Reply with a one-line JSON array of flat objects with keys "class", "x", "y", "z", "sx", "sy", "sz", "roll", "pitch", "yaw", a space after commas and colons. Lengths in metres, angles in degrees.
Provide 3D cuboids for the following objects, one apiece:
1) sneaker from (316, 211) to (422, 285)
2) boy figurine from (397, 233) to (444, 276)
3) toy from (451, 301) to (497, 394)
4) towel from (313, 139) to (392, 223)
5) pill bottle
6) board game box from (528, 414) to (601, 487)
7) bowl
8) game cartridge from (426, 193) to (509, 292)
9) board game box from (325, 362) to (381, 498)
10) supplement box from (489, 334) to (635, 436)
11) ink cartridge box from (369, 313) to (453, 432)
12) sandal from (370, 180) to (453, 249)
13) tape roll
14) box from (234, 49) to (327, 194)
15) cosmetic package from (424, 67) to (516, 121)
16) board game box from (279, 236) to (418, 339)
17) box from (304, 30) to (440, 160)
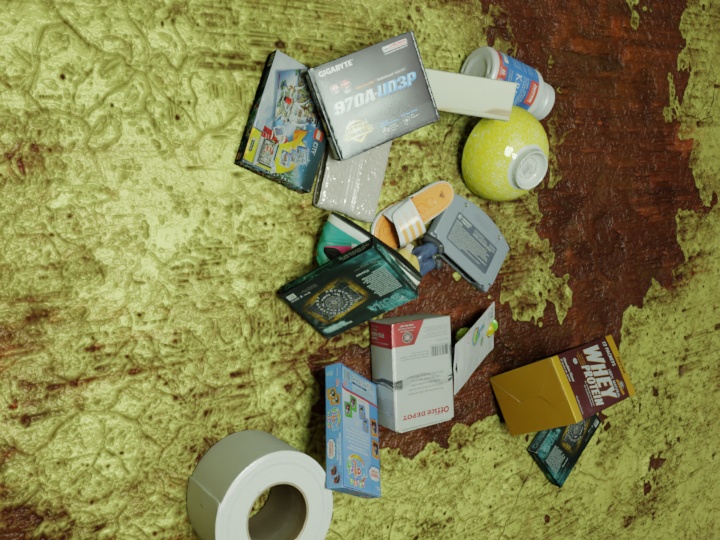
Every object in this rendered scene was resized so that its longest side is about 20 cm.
[{"class": "sneaker", "x": 0.000, "y": 0.000, "z": 1.096, "sx": 0.199, "sy": 0.084, "sz": 0.121, "roll": 35, "pitch": 101, "yaw": 12}, {"class": "boy figurine", "x": 0.074, "y": 0.011, "z": 1.185, "sx": 0.199, "sy": 0.064, "sz": 0.125, "roll": -32, "pitch": 141, "yaw": -28}, {"class": "toy", "x": 0.221, "y": 0.152, "z": 1.283, "sx": 0.199, "sy": 0.047, "sz": 0.117, "roll": -32, "pitch": 126, "yaw": -47}, {"class": "towel", "x": -0.009, "y": -0.198, "z": 1.149, "sx": 0.131, "sy": 0.034, "sz": 0.203, "roll": 15, "pitch": 84, "yaw": -32}, {"class": "pill bottle", "x": 0.311, "y": -0.382, "z": 1.308, "sx": 0.198, "sy": 0.112, "sz": 0.114, "roll": 10, "pitch": 86, "yaw": -33}, {"class": "board game box", "x": 0.489, "y": 0.393, "z": 1.490, "sx": 0.200, "sy": 0.028, "sz": 0.136, "roll": -48, "pitch": 115, "yaw": -22}, {"class": "bowl", "x": 0.316, "y": -0.222, "z": 1.274, "sx": 0.198, "sy": 0.108, "sz": 0.202, "roll": -14, "pitch": 124, "yaw": -21}, {"class": "game cartridge", "x": 0.227, "y": -0.063, "z": 1.309, "sx": 0.200, "sy": 0.041, "sz": 0.134, "roll": 39, "pitch": 67, "yaw": -28}, {"class": "board game box", "x": -0.012, "y": 0.279, "z": 1.080, "sx": 0.151, "sy": 0.036, "sz": 0.202, "roll": 43, "pitch": 38, "yaw": -54}, {"class": "supplement box", "x": 0.428, "y": 0.247, "z": 1.336, "sx": 0.198, "sy": 0.197, "sz": 0.134, "roll": -12, "pitch": 76, "yaw": -33}, {"class": "ink cartridge box", "x": 0.098, "y": 0.191, "z": 1.203, "sx": 0.145, "sy": 0.083, "sz": 0.203, "roll": -4, "pitch": 93, "yaw": -33}, {"class": "sandal", "x": 0.108, "y": -0.110, "z": 1.199, "sx": 0.206, "sy": 0.059, "sz": 0.080, "roll": -37, "pitch": 108, "yaw": -16}, {"class": "tape roll", "x": -0.162, "y": 0.373, "z": 1.004, "sx": 0.201, "sy": 0.139, "sz": 0.206, "roll": -2, "pitch": 93, "yaw": -34}, {"class": "box", "x": -0.121, "y": -0.251, "z": 1.070, "sx": 0.136, "sy": 0.038, "sz": 0.202, "roll": 22, "pitch": 80, "yaw": -32}, {"class": "cosmetic package", "x": 0.180, "y": -0.333, "z": 1.173, "sx": 0.197, "sy": 0.105, "sz": 0.072, "roll": 9, "pitch": 108, "yaw": -2}, {"class": "board game box", "x": -0.019, "y": 0.036, "z": 1.060, "sx": 0.135, "sy": 0.199, "sz": 0.028, "roll": 46, "pitch": 31, "yaw": -32}, {"class": "box", "x": 0.022, "y": -0.299, "z": 1.078, "sx": 0.198, "sy": 0.046, "sz": 0.161, "roll": -24, "pitch": 106, "yaw": -11}]
